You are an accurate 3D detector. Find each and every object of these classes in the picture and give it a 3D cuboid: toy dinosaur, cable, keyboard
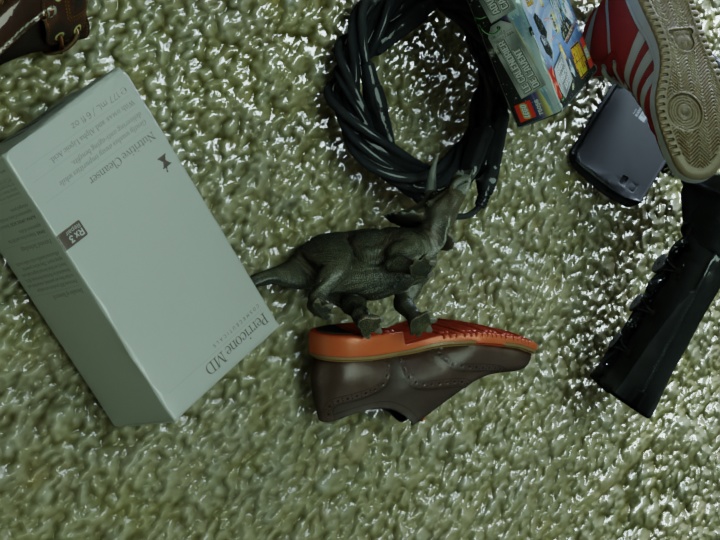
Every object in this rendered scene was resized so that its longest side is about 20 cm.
[{"bbox_3d":[0.000,0.000,1.092,0.198,0.102,0.077,-21,122,-3],"label":"toy dinosaur"},{"bbox_3d":[0.048,-0.147,1.180,0.162,0.051,0.202,24,66,-25],"label":"cable"},{"bbox_3d":[0.260,-0.129,1.354,0.104,0.040,0.200,38,61,-1],"label":"keyboard"}]

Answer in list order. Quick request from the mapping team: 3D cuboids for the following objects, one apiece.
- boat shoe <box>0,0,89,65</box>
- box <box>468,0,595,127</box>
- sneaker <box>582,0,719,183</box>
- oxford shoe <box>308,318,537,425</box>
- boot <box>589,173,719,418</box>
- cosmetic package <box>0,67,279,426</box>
[{"bbox_3d":[-0.199,-0.177,0.971,0.070,0.070,0.201,44,60,-20],"label":"boat shoe"},{"bbox_3d":[0.131,-0.198,1.182,0.138,0.040,0.200,67,20,-8],"label":"box"},{"bbox_3d":[0.243,-0.154,1.271,0.071,0.112,0.202,-3,72,-21],"label":"sneaker"},{"bbox_3d":[0.047,0.076,1.136,0.198,0.071,0.073,-1,96,-30],"label":"oxford shoe"},{"bbox_3d":[0.262,0.017,1.270,0.065,0.165,0.201,26,95,4],"label":"boot"},{"bbox_3d":[-0.155,-0.011,0.976,0.113,0.081,0.201,-44,109,-35],"label":"cosmetic package"}]
